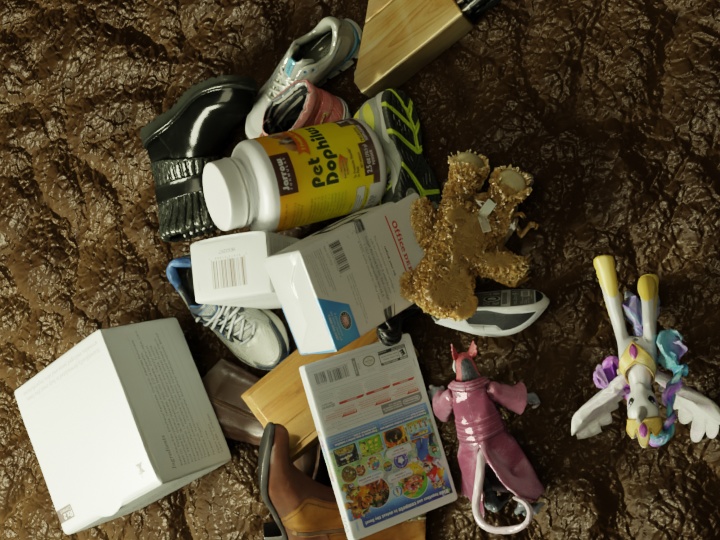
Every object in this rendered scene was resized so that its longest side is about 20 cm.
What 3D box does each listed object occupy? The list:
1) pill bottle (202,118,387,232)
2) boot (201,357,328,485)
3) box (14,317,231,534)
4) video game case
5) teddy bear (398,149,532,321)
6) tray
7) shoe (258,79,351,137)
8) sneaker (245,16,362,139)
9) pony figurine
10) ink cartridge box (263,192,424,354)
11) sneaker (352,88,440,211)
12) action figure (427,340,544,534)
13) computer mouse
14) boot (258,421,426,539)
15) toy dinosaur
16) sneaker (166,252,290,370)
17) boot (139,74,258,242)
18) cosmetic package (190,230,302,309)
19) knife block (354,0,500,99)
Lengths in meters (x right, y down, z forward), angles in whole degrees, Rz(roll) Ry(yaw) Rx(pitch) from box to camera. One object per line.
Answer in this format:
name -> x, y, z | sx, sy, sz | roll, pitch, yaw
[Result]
pill bottle -> -0.076, -0.106, 1.205 | 0.198, 0.109, 0.110 | -16, 79, -27
boot -> -0.133, 0.222, 1.310 | 0.198, 0.064, 0.189 | 16, 80, 16
box -> -0.299, 0.193, 1.310 | 0.198, 0.130, 0.202 | -31, 77, 33
video game case -> 0.022, 0.188, 1.202 | 0.142, 0.018, 0.202 | -15, 86, -26
teddy bear -> 0.118, -0.038, 1.174 | 0.143, 0.067, 0.203 | 7, 78, -5
tray -> -0.036, 0.127, 1.264 | 0.199, 0.037, 0.099 | -39, 74, -6
shoe -> -0.103, -0.146, 1.294 | 0.200, 0.091, 0.072 | -47, 56, 14
sneaker -> -0.084, -0.241, 1.306 | 0.075, 0.087, 0.200 | 43, 103, 14
pony figurine -> 0.295, 0.107, 1.115 | 0.164, 0.193, 0.203 | -9, 65, 16
ink cartridge box -> 0.000, 0.000, 1.175 | 0.067, 0.199, 0.117 | -11, 103, 48
sneaker -> 0.042, -0.114, 1.272 | 0.076, 0.075, 0.203 | -15, 82, 45
action figure -> 0.129, 0.181, 1.183 | 0.133, 0.149, 0.202 | -15, 96, 24
computer mouse -> 0.121, 0.056, 1.219 | 0.197, 0.110, 0.044 | -3, 105, 11
boot -> -0.017, 0.256, 1.211 | 0.197, 0.068, 0.191 | -5, 100, -7
toy dinosaur -> 0.149, -0.024, 1.236 | 0.200, 0.060, 0.106 | -48, 61, 12
sneaker -> -0.175, 0.055, 1.323 | 0.200, 0.085, 0.077 | 41, 101, 16
boot -> -0.191, -0.138, 1.327 | 0.210, 0.079, 0.160 | -27, 72, 40
cosmetic package -> -0.108, 0.003, 1.240 | 0.100, 0.200, 0.075 | -7, 85, 19
knife block -> 0.095, -0.297, 1.256 | 0.173, 0.064, 0.203 | 11, 91, 20
